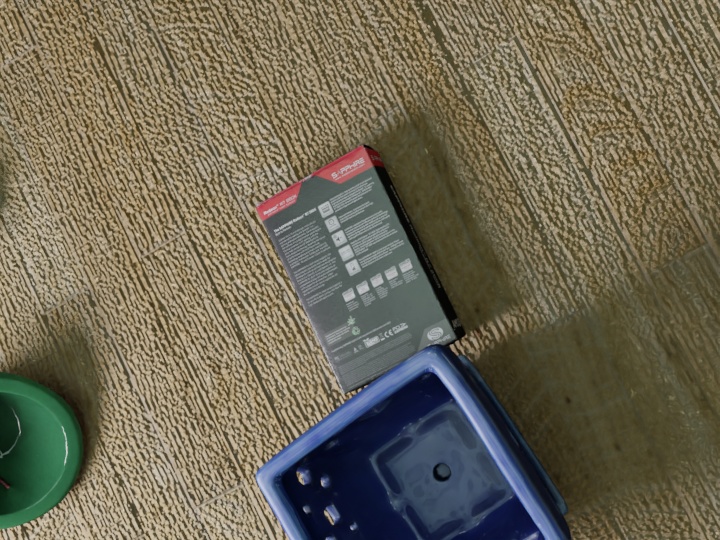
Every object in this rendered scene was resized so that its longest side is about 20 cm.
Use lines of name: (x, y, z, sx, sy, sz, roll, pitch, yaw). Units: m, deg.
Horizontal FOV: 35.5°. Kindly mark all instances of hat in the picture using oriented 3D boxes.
hat: (-0.403, 0.159, 1.188, 0.199, 0.176, 0.166, 20, 95, -24)

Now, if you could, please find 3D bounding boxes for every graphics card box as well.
graphics card box: (0.000, 0.000, 1.056, 0.125, 0.051, 0.201, -28, 83, 14)

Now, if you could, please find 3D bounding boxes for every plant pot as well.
plant pot: (0.059, 0.191, 0.976, 0.200, 0.180, 0.200, -36, 81, 13)
